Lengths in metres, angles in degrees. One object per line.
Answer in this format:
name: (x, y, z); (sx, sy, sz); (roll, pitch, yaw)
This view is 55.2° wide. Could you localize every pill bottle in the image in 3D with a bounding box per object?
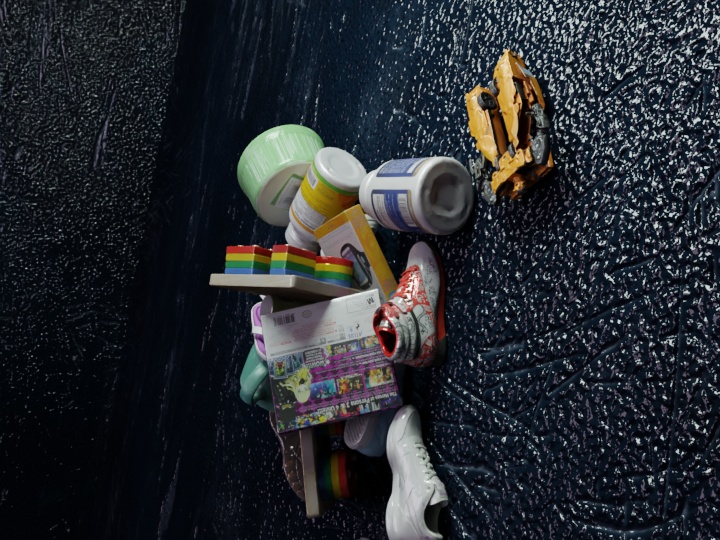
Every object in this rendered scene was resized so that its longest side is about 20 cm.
pill bottle: (-0.075, -0.129, 1.352); (0.202, 0.108, 0.113); (-57, 38, 37)
pill bottle: (0.079, -0.118, 1.079); (0.198, 0.108, 0.115); (13, 93, 60)

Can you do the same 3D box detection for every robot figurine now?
robot figurine: (0.203, -0.188, 0.932); (0.145, 0.057, 0.205); (-43, 46, 48)

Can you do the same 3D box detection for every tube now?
tube: (-0.083, 0.086, 1.225); (0.051, 0.196, 0.060); (-5, 76, 55)

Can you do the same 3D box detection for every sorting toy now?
sorting toy: (-0.112, 0.006, 1.146); (0.196, 0.196, 0.072); (0, 81, 39)
sorting toy: (-0.049, 0.294, 1.158); (0.200, 0.067, 0.205); (67, -163, -77)

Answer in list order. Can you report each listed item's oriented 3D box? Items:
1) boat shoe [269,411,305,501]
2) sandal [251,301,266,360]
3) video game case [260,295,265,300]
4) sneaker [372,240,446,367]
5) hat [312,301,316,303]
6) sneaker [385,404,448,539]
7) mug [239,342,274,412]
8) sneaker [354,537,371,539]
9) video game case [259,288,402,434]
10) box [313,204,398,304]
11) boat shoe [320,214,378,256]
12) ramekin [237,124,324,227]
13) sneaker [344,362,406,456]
boat shoe: (-0.123, 0.357, 1.368); (0.072, 0.074, 0.204); (77, 173, -65)
sandal: (-0.172, 0.111, 1.314); (0.203, 0.081, 0.051); (47, 153, 52)
video game case: (-0.102, 0.128, 1.279); (0.017, 0.143, 0.200); (-43, 51, 0)
sneaker: (0.072, 0.043, 1.053); (0.067, 0.105, 0.208); (-29, 58, 53)
hat: (-0.098, 0.042, 1.368); (0.200, 0.081, 0.202); (41, 157, 22)
sneaker: (0.089, 0.303, 1.019); (0.098, 0.074, 0.206); (-12, 68, 34)
mug: (-0.150, 0.198, 1.350); (0.186, 0.149, 0.117); (-104, 37, -69)
sneaker: (0.011, 0.498, 1.073); (0.199, 0.081, 0.083); (25, 104, 58)
video game case: (-0.047, 0.140, 1.065); (0.036, 0.194, 0.186); (77, 180, -73)
box: (0.000, 0.000, 1.190); (0.118, 0.041, 0.204); (-22, 96, 55)
boat shoe: (-0.017, -0.038, 1.275); (0.200, 0.069, 0.071); (134, 135, -58)
ramekin: (-0.147, -0.186, 1.416); (0.202, 0.196, 0.099); (-58, 45, 34)
sneaker: (0.041, 0.202, 1.115); (0.073, 0.081, 0.204); (3, 62, 52)
